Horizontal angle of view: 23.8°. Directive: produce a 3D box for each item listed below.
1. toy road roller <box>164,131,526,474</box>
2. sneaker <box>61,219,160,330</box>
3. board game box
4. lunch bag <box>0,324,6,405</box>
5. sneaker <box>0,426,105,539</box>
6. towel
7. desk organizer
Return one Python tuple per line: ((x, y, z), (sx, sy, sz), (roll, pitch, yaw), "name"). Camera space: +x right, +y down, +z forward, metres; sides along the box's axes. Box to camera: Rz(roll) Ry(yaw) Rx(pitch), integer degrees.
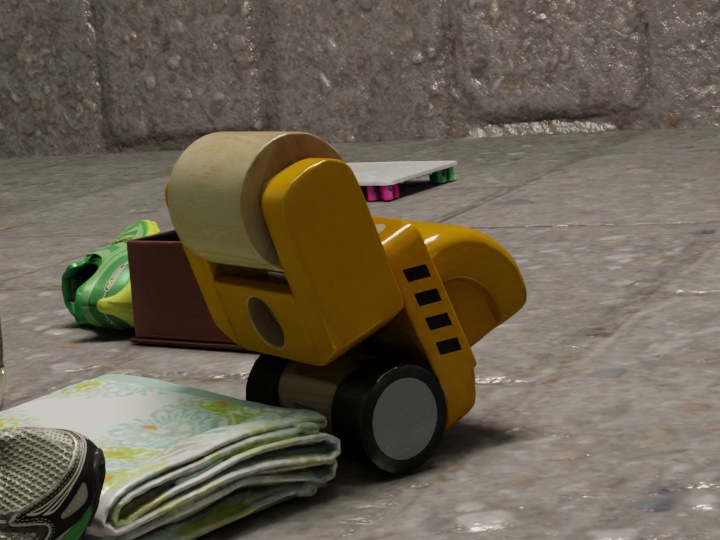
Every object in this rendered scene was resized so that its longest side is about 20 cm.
((0.000, 0.000, 0.923), (0.145, 0.202, 0.122), (-35, 23, -28), "toy road roller")
((-0.201, 0.002, 1.393), (0.082, 0.075, 0.200), (-2, 9, -6), "sneaker")
((-0.005, -0.112, 2.156), (0.198, 0.026, 0.199), (1, 10, 28), "board game box")
((-0.300, 0.051, 1.023), (0.162, 0.119, 0.200), (-6, 15, -9), "lunch bag")
((-0.205, 0.096, 0.722), (0.197, 0.086, 0.079), (-8, 42, 2), "sneaker")
((-0.132, 0.097, 0.857), (0.198, 0.049, 0.170), (3, 11, 40), "towel")
((-0.076, 0.013, 1.250), (0.198, 0.078, 0.071), (2, 11, 35), "desk organizer")
